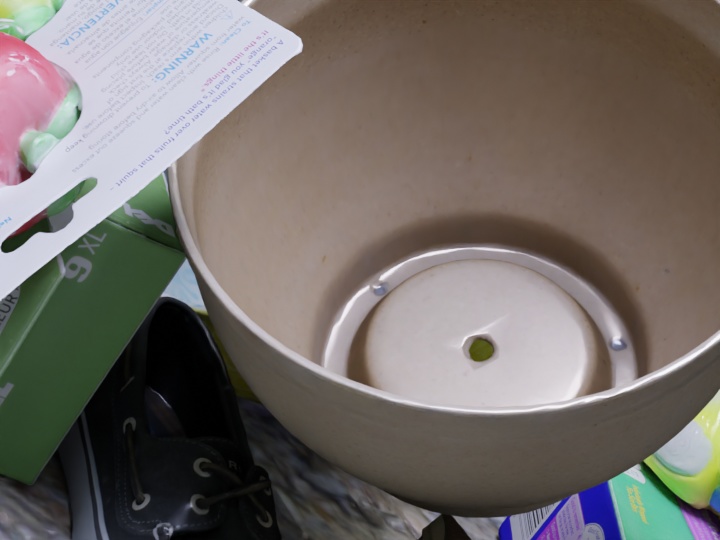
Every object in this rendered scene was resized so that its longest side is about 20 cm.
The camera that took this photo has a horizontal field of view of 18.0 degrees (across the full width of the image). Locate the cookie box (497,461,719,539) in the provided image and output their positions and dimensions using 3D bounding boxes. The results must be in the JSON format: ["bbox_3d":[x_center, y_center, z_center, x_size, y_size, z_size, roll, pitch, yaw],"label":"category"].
[{"bbox_3d":[0.161,0.166,0.919,0.200,0.075,0.171,34,16,-12],"label":"cookie box"}]

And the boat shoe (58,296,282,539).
[{"bbox_3d":[-0.059,0.078,0.759,0.069,0.057,0.200,25,20,-32],"label":"boat shoe"}]

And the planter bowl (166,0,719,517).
[{"bbox_3d":[0.041,0.000,0.759,0.200,0.200,0.135,47,-23,30],"label":"planter bowl"}]

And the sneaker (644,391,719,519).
[{"bbox_3d":[0.156,0.067,0.956,0.105,0.076,0.200,39,14,-46],"label":"sneaker"}]

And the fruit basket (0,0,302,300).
[{"bbox_3d":[-0.139,-0.044,0.703,0.200,0.185,0.094,36,-20,38],"label":"fruit basket"}]

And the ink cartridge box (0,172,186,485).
[{"bbox_3d":[-0.115,0.000,0.774,0.059,0.104,0.200,26,20,-28],"label":"ink cartridge box"}]

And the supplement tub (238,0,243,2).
[{"bbox_3d":[-0.062,-0.156,0.902,0.144,0.144,0.200,43,13,21],"label":"supplement tub"}]

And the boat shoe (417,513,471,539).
[{"bbox_3d":[0.026,0.128,0.771,0.071,0.064,0.200,50,-1,9],"label":"boat shoe"}]

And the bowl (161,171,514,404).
[{"bbox_3d":[0.000,0.000,0.948,0.200,0.200,0.108,-117,-170,-55],"label":"bowl"}]
